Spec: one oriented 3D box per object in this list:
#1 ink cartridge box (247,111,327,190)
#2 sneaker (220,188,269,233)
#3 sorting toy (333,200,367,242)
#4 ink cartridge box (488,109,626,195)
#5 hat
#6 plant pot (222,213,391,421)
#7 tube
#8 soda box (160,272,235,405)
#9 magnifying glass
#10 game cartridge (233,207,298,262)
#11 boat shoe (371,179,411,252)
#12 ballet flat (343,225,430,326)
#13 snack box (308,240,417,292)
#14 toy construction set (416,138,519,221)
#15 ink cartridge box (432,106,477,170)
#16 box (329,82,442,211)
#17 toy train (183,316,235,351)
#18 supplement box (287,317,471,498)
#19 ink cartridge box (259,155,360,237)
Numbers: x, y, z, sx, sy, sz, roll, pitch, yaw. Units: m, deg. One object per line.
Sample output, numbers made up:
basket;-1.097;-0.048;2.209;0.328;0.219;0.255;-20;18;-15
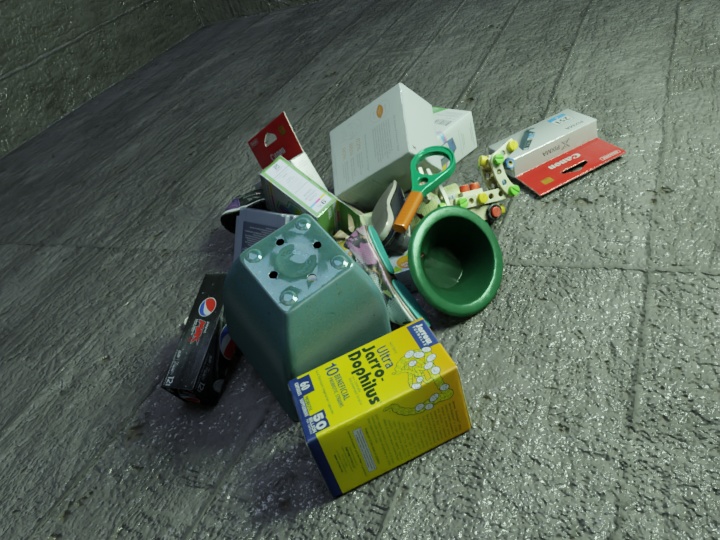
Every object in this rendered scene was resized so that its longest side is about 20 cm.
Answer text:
ink cartridge box;-0.168;-0.207;1.239;0.044;0.179;0.198;-37;12;-30
sneaker;-0.199;-0.141;1.239;0.195;0.076;0.089;-5;47;27
sorting toy;-0.101;-0.068;1.195;0.198;0.037;0.184;-37;37;-14
ink cartridge box;0.377;-0.236;1.163;0.196;0.045;0.177;-26;34;-8
hat;0.126;-0.004;0.993;0.200;0.166;0.176;-46;4;-26
plant pot;-0.080;0.042;0.842;0.194;0.202;0.196;-34;60;-21
tube;0.099;-0.107;1.136;0.196;0.053;0.058;-23;33;-3
soda box;-0.240;0.106;0.959;0.069;0.064;0.204;-1;59;26
magnifying glass;0.104;-0.142;1.015;0.078;0.023;0.202;12;52;26
game cartridge;-0.177;-0.044;1.123;0.041;0.137;0.198;-5;13;-39
boat shoe;0.061;-0.095;1.065;0.073;0.062;0.202;-52;15;28
ballet flat;0.035;0.025;0.939;0.071;0.069;0.203;-36;72;16
snack box;0.000;0.000;1.040;0.195;0.054;0.144;-17;37;2
toy construction set;0.196;-0.149;1.068;0.194;0.135;0.092;-13;5;-1
ink cartridge box;0.136;-0.270;1.307;0.199;0.089;0.144;-38;38;-26
box;0.045;-0.235;1.176;0.197;0.105;0.156;-24;62;38
toy train;-0.234;0.065;1.070;0.196;0.057;0.150;12;46;38
supplement box;0.024;0.169;0.752;0.196;0.111;0.109;-24;35;-7
ink cartridge box;-0.091;-0.109;1.092;0.198;0.105;0.059;37;67;18
